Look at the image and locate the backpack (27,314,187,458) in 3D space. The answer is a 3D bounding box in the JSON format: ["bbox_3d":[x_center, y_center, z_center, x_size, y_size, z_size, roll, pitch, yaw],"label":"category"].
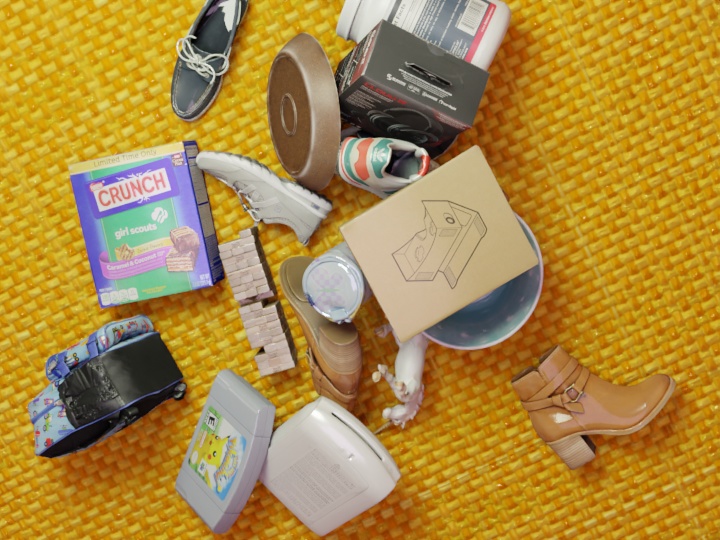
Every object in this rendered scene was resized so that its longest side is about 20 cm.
[{"bbox_3d":[-0.369,0.169,1.374,0.199,0.182,0.136,-30,87,19],"label":"backpack"}]

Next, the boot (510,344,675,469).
[{"bbox_3d":[0.321,0.163,1.380,0.199,0.074,0.155,-37,91,5],"label":"boot"}]

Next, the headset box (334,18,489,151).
[{"bbox_3d":[0.054,-0.220,1.212,0.147,0.200,0.078,23,80,-15],"label":"headset box"}]

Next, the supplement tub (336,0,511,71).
[{"bbox_3d":[0.082,-0.318,1.288,0.198,0.140,0.142,26,99,0],"label":"supplement tub"}]

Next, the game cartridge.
[{"bbox_3d":[-0.190,0.258,1.401,0.133,0.040,0.202,29,102,41],"label":"game cartridge"}]

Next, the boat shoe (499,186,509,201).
[{"bbox_3d":[0.117,-0.031,1.257,0.071,0.076,0.201,33,100,-4],"label":"boat shoe"}]

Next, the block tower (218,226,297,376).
[{"bbox_3d":[-0.144,0.042,1.397,0.057,0.054,0.203,-16,97,5],"label":"block tower"}]

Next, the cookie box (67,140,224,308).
[{"bbox_3d":[-0.295,-0.066,1.380,0.169,0.075,0.203,-11,97,6],"label":"cookie box"}]

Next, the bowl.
[{"bbox_3d":[0.143,-0.004,1.348,0.198,0.105,0.204,1,99,4],"label":"bowl"}]

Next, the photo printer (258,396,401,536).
[{"bbox_3d":[-0.047,0.268,1.369,0.166,0.070,0.200,44,135,-3],"label":"photo printer"}]

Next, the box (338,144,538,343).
[{"bbox_3d":[0.095,-0.032,1.212,0.198,0.021,0.165,-30,97,-2],"label":"box"}]

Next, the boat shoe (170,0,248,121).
[{"bbox_3d":[-0.208,-0.298,1.347,0.074,0.062,0.202,29,99,-3],"label":"boat shoe"}]

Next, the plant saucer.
[{"bbox_3d":[-0.081,-0.203,1.289,0.034,0.200,0.203,-9,99,-23],"label":"plant saucer"}]

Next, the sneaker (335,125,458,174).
[{"bbox_3d":[0.041,-0.170,1.344,0.197,0.079,0.079,-17,96,4],"label":"sneaker"}]

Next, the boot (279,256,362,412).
[{"bbox_3d":[-0.059,0.090,1.376,0.073,0.201,0.156,-16,138,-16],"label":"boot"}]

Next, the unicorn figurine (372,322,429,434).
[{"bbox_3d":[0.059,0.138,1.373,0.073,0.137,0.202,19,85,27],"label":"unicorn figurine"}]

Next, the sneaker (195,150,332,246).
[{"bbox_3d":[-0.141,-0.102,1.365,0.198,0.075,0.083,27,97,-1],"label":"sneaker"}]

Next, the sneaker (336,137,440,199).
[{"bbox_3d":[0.064,-0.121,1.261,0.093,0.198,0.071,8,85,43],"label":"sneaker"}]

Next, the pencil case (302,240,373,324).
[{"bbox_3d":[0.000,0.000,1.307,0.083,0.200,0.091,-29,94,27],"label":"pencil case"}]
